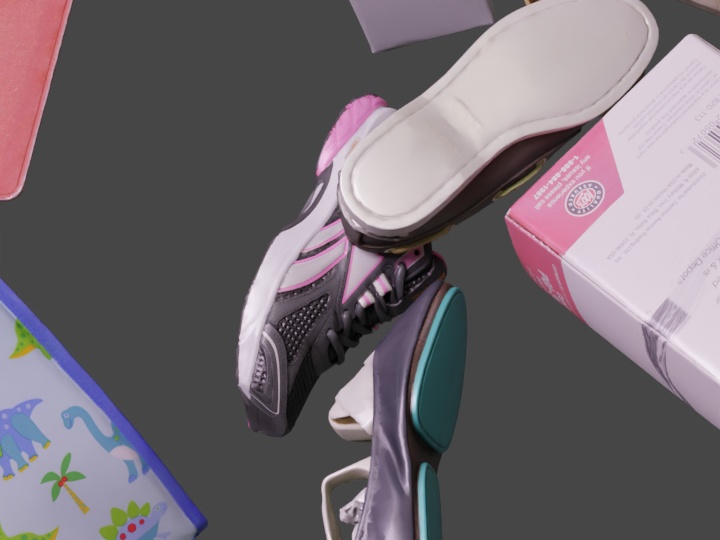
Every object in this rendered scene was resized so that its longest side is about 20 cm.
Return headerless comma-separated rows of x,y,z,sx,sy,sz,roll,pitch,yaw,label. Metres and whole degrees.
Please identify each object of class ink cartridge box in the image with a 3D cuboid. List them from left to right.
0.197,-0.005,1.436,0.146,0.083,0.200,-43,57,-10,ink cartridge box

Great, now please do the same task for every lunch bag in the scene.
-0.204,0.119,1.457,0.200,0.127,0.170,45,74,2,lunch bag

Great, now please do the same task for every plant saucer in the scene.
-0.267,-0.121,1.680,0.199,0.037,0.201,1,60,18,plant saucer

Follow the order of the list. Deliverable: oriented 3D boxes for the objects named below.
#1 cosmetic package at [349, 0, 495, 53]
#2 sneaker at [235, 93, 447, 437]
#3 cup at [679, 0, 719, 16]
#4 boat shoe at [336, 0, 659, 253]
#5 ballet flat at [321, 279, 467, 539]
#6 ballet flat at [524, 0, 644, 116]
0.011,-0.226,1.557,0.081,0.200,0.113,-13,55,8,cosmetic package
0.000,0.000,1.503,0.086,0.080,0.201,20,73,15,sneaker
0.206,-0.211,1.510,0.200,0.200,0.144,25,96,28,cup
0.071,-0.079,1.476,0.201,0.060,0.072,-35,76,-16,boat shoe
0.014,0.096,1.446,0.073,0.073,0.201,-3,62,16,ballet flat
0.114,-0.178,1.578,0.068,0.063,0.201,-23,56,3,ballet flat
